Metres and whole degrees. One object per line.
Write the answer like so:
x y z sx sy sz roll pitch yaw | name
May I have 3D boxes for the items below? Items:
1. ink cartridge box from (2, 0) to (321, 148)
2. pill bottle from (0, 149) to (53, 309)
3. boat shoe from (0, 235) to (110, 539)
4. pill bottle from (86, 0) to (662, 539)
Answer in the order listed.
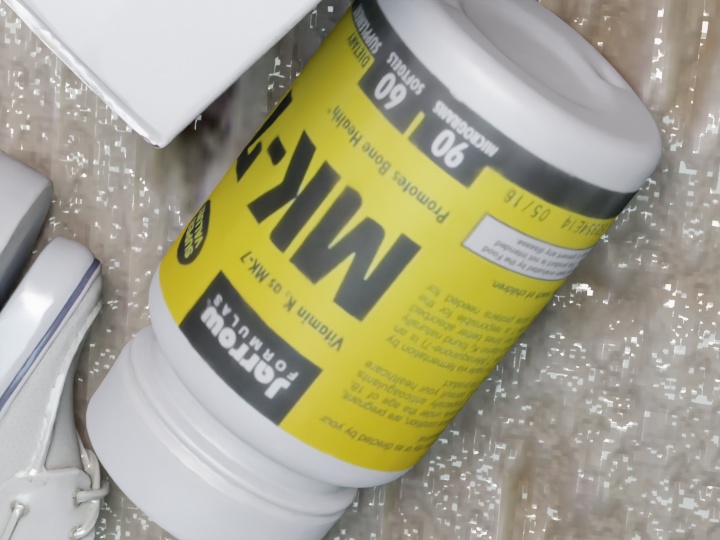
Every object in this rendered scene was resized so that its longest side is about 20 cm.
-0.021 -0.136 0.839 0.146 0.200 0.085 -42 96 19 | ink cartridge box
-0.213 -0.042 0.951 0.200 0.112 0.112 27 110 0 | pill bottle
-0.124 0.081 0.997 0.070 0.071 0.200 27 112 1 | boat shoe
0.000 0.000 0.924 0.114 0.114 0.200 37 110 -2 | pill bottle
